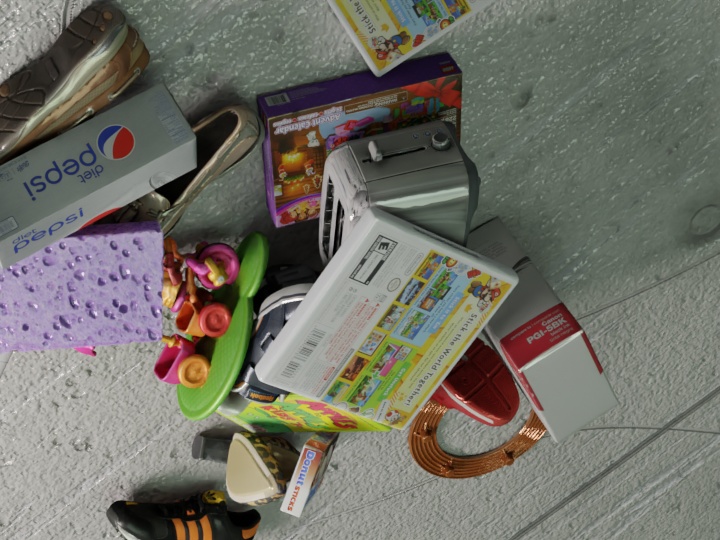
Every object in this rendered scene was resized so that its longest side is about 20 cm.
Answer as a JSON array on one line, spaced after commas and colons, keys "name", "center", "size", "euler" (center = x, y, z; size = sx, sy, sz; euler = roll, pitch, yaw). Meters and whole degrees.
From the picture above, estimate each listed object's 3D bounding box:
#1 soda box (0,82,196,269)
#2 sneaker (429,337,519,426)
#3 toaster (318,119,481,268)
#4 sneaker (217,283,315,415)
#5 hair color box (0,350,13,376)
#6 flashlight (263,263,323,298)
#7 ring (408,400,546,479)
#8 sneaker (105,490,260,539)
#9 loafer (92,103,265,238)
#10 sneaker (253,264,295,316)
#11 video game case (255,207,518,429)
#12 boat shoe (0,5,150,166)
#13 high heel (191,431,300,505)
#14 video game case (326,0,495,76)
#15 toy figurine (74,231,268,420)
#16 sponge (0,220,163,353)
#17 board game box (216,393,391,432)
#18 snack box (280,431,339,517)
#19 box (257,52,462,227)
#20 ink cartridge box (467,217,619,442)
[{"name": "soda box", "center": [-0.242, -0.082, 1.331], "size": [0.199, 0.064, 0.068], "euler": [-30, 167, -16]}, {"name": "sneaker", "center": [0.084, 0.119, 1.666], "size": [0.078, 0.200, 0.116], "euler": [-34, 154, -31]}, {"name": "toaster", "center": [0.033, -0.048, 1.477], "size": [0.128, 0.114, 0.201], "euler": [-8, 136, -14]}, {"name": "sneaker", "center": [-0.082, 0.083, 1.500], "size": [0.078, 0.080, 0.200], "euler": [17, 147, -28]}, {"name": "hair color box", "center": [-0.360, 0.016, 1.436], "size": [0.101, 0.061, 0.201], "euler": [13, 121, -32]}, {"name": "flashlight", "center": [0.000, 0.000, 1.567], "size": [0.199, 0.068, 0.068], "euler": [-15, 91, -26]}, {"name": "ring", "center": [0.154, 0.187, 1.863], "size": [0.199, 0.019, 0.201], "euler": [-14, 133, -15]}, {"name": "sneaker", "center": [-0.201, 0.283, 1.756], "size": [0.200, 0.070, 0.090], "euler": [29, 98, -41]}, {"name": "loafer", "center": [-0.178, -0.087, 1.414], "size": [0.200, 0.072, 0.063], "euler": [-40, 170, 3]}, {"name": "sneaker", "center": [-0.044, 0.066, 1.615], "size": [0.072, 0.083, 0.200], "euler": [-39, 134, 11]}, {"name": "video game case", "center": [0.026, 0.051, 1.445], "size": [0.181, 0.023, 0.200], "euler": [22, 114, -33]}, {"name": "boat shoe", "center": [-0.265, -0.142, 1.333], "size": [0.200, 0.076, 0.072], "euler": [-38, 137, 12]}, {"name": "high heel", "center": [-0.084, 0.218, 1.669], "size": [0.142, 0.200, 0.072], "euler": [12, 92, -30]}, {"name": "video game case", "center": [0.046, -0.292, 1.381], "size": [0.181, 0.023, 0.200], "euler": [-33, 136, 5]}, {"name": "toy figurine", "center": [-0.209, 0.026, 1.487], "size": [0.183, 0.150, 0.201], "euler": [21, 96, -27]}, {"name": "sponge", "center": [-0.278, 0.017, 1.383], "size": [0.198, 0.030, 0.112], "euler": [-4, 114, -14]}, {"name": "board game box", "center": [-0.069, 0.130, 1.602], "size": [0.199, 0.048, 0.101], "euler": [-5, 150, 40]}, {"name": "snack box", "center": [-0.052, 0.211, 1.627], "size": [0.024, 0.200, 0.072], "euler": [21, 92, 4]}, {"name": "box", "center": [0.002, -0.127, 1.494], "size": [0.199, 0.039, 0.137], "euler": [-15, 135, -13]}, {"name": "ink cartridge box", "center": [0.179, 0.061, 1.634], "size": [0.083, 0.200, 0.147], "euler": [-32, 136, 0]}]
